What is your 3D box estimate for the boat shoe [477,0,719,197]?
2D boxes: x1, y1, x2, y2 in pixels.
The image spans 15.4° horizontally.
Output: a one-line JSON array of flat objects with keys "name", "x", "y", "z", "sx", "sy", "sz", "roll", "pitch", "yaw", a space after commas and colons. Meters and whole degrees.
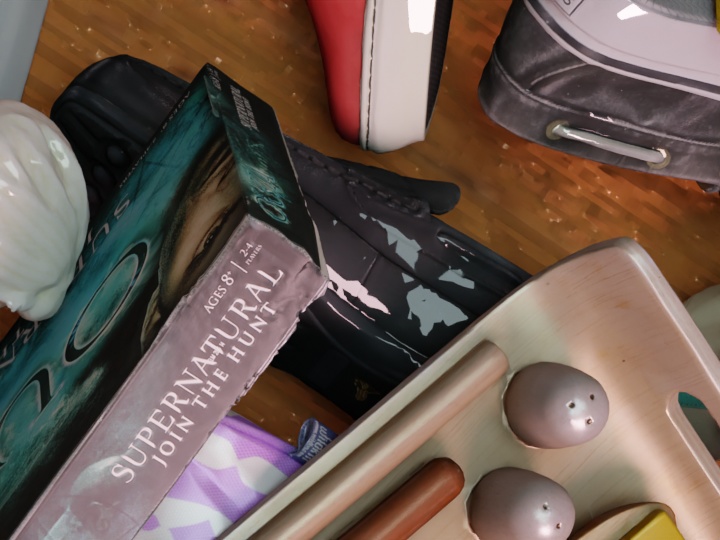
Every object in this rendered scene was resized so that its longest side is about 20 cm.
[{"name": "boat shoe", "x": 0.119, "y": -0.057, "z": 0.806, "sx": 0.199, "sy": 0.071, "sz": 0.072, "roll": 13, "pitch": 43, "yaw": -31}]

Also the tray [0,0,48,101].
[{"name": "tray", "x": -0.145, "y": -0.074, "z": 0.762, "sx": 0.107, "sy": 0.022, "sz": 0.201, "roll": 16, "pitch": 82, "yaw": -12}]

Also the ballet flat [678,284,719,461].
[{"name": "ballet flat", "x": 0.184, "y": 0.012, "z": 0.819, "sx": 0.199, "sy": 0.069, "sz": 0.070, "roll": -20, "pitch": 91, "yaw": -15}]

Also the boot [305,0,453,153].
[{"name": "boot", "x": -0.044, "y": -0.129, "z": 0.765, "sx": 0.143, "sy": 0.072, "sz": 0.201, "roll": -2, "pitch": 111, "yaw": 6}]

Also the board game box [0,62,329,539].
[{"name": "board game box", "x": -0.082, "y": 0.050, "z": 0.678, "sx": 0.028, "sy": 0.135, "sz": 0.200, "roll": 33, "pitch": 101, "yaw": -17}]

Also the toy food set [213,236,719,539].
[{"name": "toy food set", "x": 0.036, "y": 0.108, "z": 0.705, "sx": 0.200, "sy": 0.060, "sz": 0.144, "roll": -39, "pitch": 102, "yaw": -17}]

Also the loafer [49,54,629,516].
[{"name": "loafer", "x": 0.000, "y": 0.000, "z": 0.777, "sx": 0.200, "sy": 0.068, "sz": 0.071, "roll": 36, "pitch": 58, "yaw": -5}]

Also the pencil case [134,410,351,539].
[{"name": "pencil case", "x": -0.075, "y": 0.125, "z": 0.740, "sx": 0.085, "sy": 0.084, "sz": 0.201, "roll": 38, "pitch": 75, "yaw": -51}]

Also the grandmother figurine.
[{"name": "grandmother figurine", "x": -0.151, "y": 0.029, "z": 0.686, "sx": 0.200, "sy": 0.122, "sz": 0.061, "roll": -37, "pitch": 130, "yaw": 10}]

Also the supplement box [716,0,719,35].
[{"name": "supplement box", "x": 0.212, "y": -0.093, "z": 0.762, "sx": 0.199, "sy": 0.109, "sz": 0.110, "roll": 24, "pitch": 40, "yaw": -16}]
